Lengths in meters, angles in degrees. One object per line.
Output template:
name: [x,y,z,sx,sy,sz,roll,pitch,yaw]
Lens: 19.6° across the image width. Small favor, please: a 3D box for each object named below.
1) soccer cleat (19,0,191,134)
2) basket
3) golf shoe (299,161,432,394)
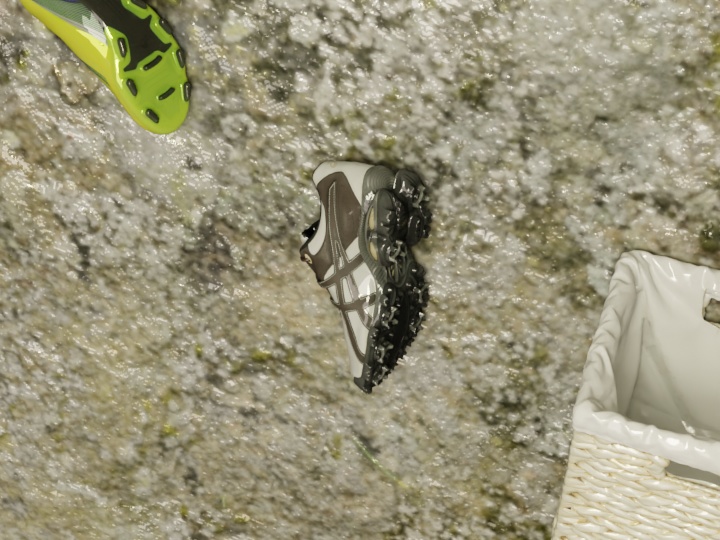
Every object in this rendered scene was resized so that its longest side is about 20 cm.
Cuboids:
soccer cleat: [-0.200,-0.185,1.552,0.084,0.065,0.200,-2,131,55]
basket: [0.253,0.119,1.512,0.198,0.200,0.161,16,131,8]
golf shoe: [0.000,0.000,1.599,0.094,0.078,0.200,22,126,25]
